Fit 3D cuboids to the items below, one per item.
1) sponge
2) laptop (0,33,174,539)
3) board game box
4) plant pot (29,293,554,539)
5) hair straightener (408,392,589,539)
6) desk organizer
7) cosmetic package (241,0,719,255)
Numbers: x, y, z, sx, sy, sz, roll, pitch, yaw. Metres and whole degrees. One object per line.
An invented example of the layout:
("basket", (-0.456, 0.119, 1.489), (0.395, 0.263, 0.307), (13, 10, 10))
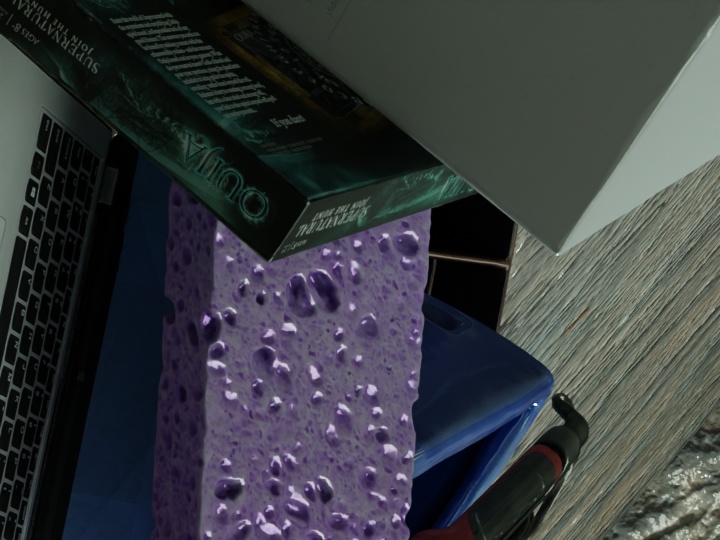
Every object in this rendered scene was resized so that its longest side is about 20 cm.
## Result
("sponge", (-0.026, 0.068, 1.032), (0.111, 0.030, 0.201), (7, 84, -45))
("laptop", (-0.070, 0.038, 1.015), (0.200, 0.115, 0.188), (45, 54, -70))
("board game box", (-0.035, -0.067, 1.016), (0.028, 0.135, 0.200), (-54, 166, 19))
("plant pot", (-0.061, 0.085, 1.233), (0.201, 0.180, 0.200), (-58, 165, 23))
("hair straightener", (0.037, 0.123, 1.208), (0.200, 0.041, 0.077), (-48, 167, -37))
("desk organizer", (0.026, 0.022, 1.411), (0.072, 0.077, 0.201), (-2, 103, -73))
("cosmetic package", (0.065, -0.130, 1.048), (0.123, 0.200, 0.199), (-59, 165, 27))
